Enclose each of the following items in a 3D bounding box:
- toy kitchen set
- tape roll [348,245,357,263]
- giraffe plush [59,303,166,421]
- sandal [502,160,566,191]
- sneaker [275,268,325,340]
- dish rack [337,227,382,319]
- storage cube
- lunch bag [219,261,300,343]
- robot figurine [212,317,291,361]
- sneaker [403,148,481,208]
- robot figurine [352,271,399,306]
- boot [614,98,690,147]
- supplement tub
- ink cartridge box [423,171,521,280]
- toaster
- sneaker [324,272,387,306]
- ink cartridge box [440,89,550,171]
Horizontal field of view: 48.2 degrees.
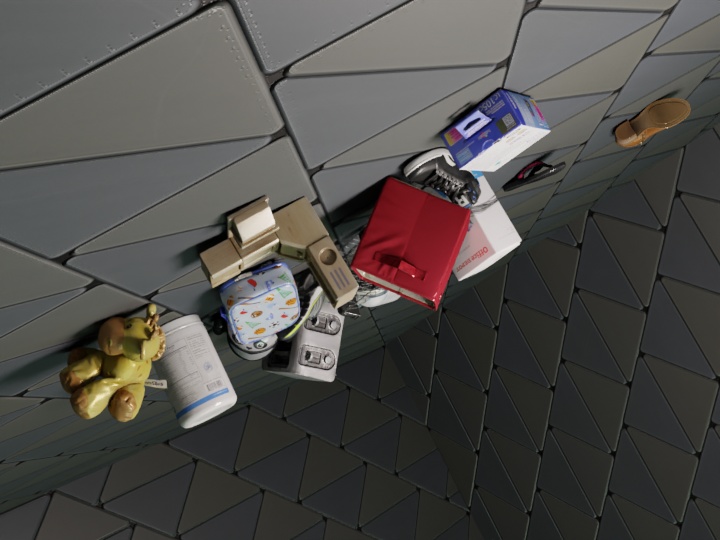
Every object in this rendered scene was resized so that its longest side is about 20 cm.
[{"bbox_3d":[-0.129,-0.005,1.274,0.198,0.182,0.163,-29,170,-16],"label":"toy kitchen set"},{"bbox_3d":[0.061,-0.061,1.913,0.201,0.037,0.203,-28,170,-6],"label":"tape roll"},{"bbox_3d":[-0.414,0.150,1.417,0.198,0.173,0.163,-4,135,-41],"label":"giraffe plush"},{"bbox_3d":[0.426,-0.243,2.009,0.074,0.046,0.199,-14,178,-34],"label":"sandal"},{"bbox_3d":[-0.123,0.085,1.774,0.201,0.073,0.082,-55,146,-37],"label":"sneaker"},{"bbox_3d":[0.000,0.000,1.750,0.054,0.155,0.200,2,151,-37],"label":"dish rack"},{"bbox_3d":[0.099,-0.046,1.514,0.200,0.169,0.182,55,57,-79],"label":"storage cube"},{"bbox_3d":[-0.205,0.066,1.620,0.158,0.076,0.201,-22,152,-11],"label":"lunch bag"},{"bbox_3d":[-0.241,0.136,1.807,0.149,0.126,0.200,-32,171,-17],"label":"robot figurine"},{"bbox_3d":[0.166,-0.162,1.491,0.073,0.113,0.199,-36,167,35],"label":"sneaker"},{"bbox_3d":[0.044,0.032,2.096,0.170,0.113,0.199,-45,163,27],"label":"robot figurine"},{"bbox_3d":[0.769,-0.380,2.119,0.198,0.078,0.155,-30,168,21],"label":"boot"},{"bbox_3d":[-0.351,0.209,1.665,0.131,0.202,0.132,-27,169,-6],"label":"supplement tub"},{"bbox_3d":[0.216,-0.104,1.652,0.085,0.202,0.146,-21,168,-35],"label":"ink cartridge box"},{"bbox_3d":[-0.139,0.164,1.921,0.117,0.184,0.199,17,167,-34],"label":"toaster"},{"bbox_3d":[-0.020,0.060,1.982,0.197,0.087,0.078,-7,-143,19],"label":"sneaker"},{"bbox_3d":[0.231,-0.239,1.390,0.136,0.077,0.199,-35,170,28],"label":"ink cartridge box"}]
